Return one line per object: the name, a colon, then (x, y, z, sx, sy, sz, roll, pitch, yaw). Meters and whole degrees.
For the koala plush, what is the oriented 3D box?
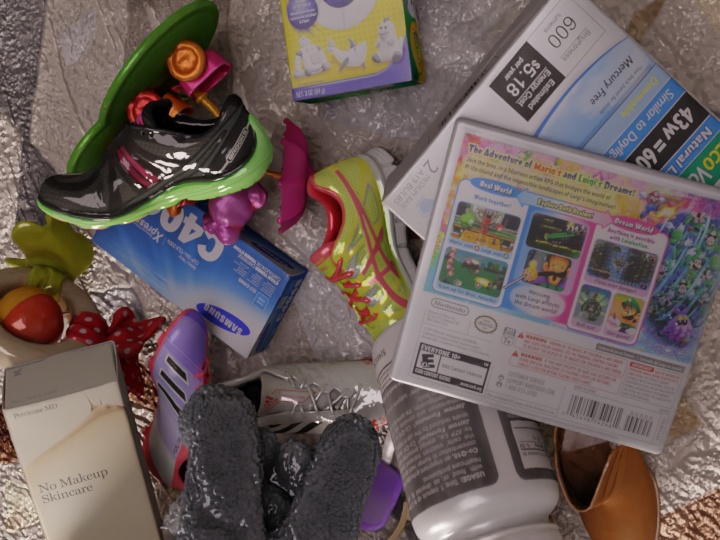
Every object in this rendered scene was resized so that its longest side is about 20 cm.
koala plush: (-0.095, 0.215, 0.832, 0.174, 0.200, 0.187, 15, 71, -13)

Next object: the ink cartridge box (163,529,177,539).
ink cartridge box: (-0.163, 0.291, 0.881, 0.197, 0.160, 0.048, -10, 97, 26)

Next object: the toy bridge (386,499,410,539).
toy bridge: (0.034, 0.300, 0.891, 0.066, 0.027, 0.204, 11, 102, 19)

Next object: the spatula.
spatula: (0.034, 0.146, 0.874, 0.056, 0.020, 0.203, 27, 105, 19)

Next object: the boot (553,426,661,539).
boot: (0.188, 0.164, 0.749, 0.072, 0.154, 0.204, -12, 93, 20)

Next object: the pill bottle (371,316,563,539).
pill bottle: (0.082, 0.137, 0.712, 0.112, 0.113, 0.203, -24, 63, 21)

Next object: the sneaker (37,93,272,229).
sneaker: (-0.169, -0.092, 0.765, 0.196, 0.077, 0.085, -16, 112, 7)

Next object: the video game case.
video game case: (0.135, 0.012, 0.642, 0.196, 0.024, 0.185, 15, 102, 2)

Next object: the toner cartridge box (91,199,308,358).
toner cartridge box: (-0.156, -0.015, 0.911, 0.198, 0.043, 0.096, 35, 108, 12)

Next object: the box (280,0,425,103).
box: (-0.013, -0.256, 0.827, 0.115, 0.048, 0.204, -6, 93, 20)

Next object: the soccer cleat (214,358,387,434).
soccer cleat: (-0.050, 0.115, 0.861, 0.196, 0.085, 0.070, -7, 71, 23)

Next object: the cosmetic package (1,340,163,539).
cosmetic package: (-0.249, 0.178, 0.870, 0.102, 0.073, 0.203, -14, 119, -12)

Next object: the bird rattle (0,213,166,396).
bird rattle: (-0.297, 0.052, 0.917, 0.201, 0.162, 0.113, 53, 128, 16)

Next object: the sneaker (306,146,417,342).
sneaker: (0.000, 0.000, 0.821, 0.089, 0.078, 0.204, -11, 84, -24)

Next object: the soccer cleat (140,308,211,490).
soccer cleat: (-0.164, 0.126, 0.903, 0.076, 0.067, 0.203, 29, 123, 17)

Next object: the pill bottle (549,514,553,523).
pill bottle: (0.116, 0.241, 0.810, 0.107, 0.109, 0.204, -16, 92, 21)

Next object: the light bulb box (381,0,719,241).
light bulb box: (0.151, -0.069, 0.700, 0.199, 0.125, 0.199, 39, 104, -6)

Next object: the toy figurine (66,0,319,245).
toy figurine: (-0.130, -0.098, 0.842, 0.184, 0.150, 0.200, 42, 95, 0)
